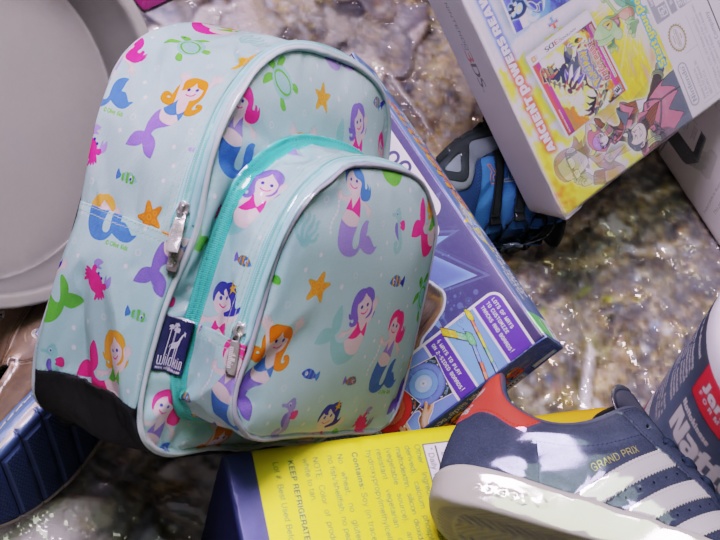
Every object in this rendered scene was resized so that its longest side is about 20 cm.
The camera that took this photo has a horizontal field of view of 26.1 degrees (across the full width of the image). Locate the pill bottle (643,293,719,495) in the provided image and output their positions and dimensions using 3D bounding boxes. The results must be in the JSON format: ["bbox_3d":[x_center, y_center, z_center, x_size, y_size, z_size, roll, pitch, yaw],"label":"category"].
[{"bbox_3d":[0.222,0.063,0.798,0.118,0.201,0.121,6,54,-8],"label":"pill bottle"}]

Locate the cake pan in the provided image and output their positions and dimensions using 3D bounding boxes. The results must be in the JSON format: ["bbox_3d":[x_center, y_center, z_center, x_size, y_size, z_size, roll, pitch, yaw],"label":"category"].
[{"bbox_3d":[-0.190,-0.081,0.778,0.199,0.037,0.203,3,86,-38],"label":"cake pan"}]

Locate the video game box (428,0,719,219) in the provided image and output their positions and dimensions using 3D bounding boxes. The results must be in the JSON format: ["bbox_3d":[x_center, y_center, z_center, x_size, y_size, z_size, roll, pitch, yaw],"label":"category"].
[{"bbox_3d":[0.131,-0.162,0.874,0.182,0.047,0.201,-36,111,-20],"label":"video game box"}]

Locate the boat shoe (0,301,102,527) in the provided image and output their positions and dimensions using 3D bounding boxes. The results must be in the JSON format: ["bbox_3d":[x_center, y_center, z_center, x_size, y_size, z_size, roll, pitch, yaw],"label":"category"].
[{"bbox_3d":[-0.158,0.048,0.809,0.072,0.073,0.200,25,51,19],"label":"boat shoe"}]

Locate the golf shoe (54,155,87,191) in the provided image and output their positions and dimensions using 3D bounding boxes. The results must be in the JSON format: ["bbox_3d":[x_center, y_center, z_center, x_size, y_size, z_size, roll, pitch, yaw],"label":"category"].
[{"bbox_3d":[-0.150,-0.088,0.895,0.088,0.078,0.200,38,56,20],"label":"golf shoe"}]

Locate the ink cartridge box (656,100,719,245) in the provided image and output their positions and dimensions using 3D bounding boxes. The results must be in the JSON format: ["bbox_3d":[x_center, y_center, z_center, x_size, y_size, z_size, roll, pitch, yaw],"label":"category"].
[{"bbox_3d":[0.262,-0.111,0.998,0.144,0.085,0.201,-16,63,-22],"label":"ink cartridge box"}]

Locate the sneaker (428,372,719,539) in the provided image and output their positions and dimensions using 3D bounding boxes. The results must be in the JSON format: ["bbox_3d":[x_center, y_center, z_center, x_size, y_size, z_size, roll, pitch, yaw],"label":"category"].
[{"bbox_3d":[0.134,0.101,0.693,0.198,0.075,0.085,20,59,1],"label":"sneaker"}]

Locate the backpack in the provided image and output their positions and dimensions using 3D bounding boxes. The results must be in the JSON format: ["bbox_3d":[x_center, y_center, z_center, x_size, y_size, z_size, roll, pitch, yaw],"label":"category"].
[{"bbox_3d":[-0.053,-0.014,0.741,0.149,0.177,0.203,9,91,32],"label":"backpack"}]

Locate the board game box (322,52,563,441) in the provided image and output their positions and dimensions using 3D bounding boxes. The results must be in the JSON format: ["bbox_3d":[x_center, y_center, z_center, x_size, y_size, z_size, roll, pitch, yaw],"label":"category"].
[{"bbox_3d":[0.000,0.000,0.844,0.135,0.034,0.201,-37,66,12],"label":"board game box"}]

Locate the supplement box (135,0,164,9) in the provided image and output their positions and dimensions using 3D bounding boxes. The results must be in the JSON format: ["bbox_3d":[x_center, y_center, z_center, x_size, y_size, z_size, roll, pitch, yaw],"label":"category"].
[{"bbox_3d":[-0.156,-0.284,1.010,0.103,0.102,0.200,-33,68,-29],"label":"supplement box"}]

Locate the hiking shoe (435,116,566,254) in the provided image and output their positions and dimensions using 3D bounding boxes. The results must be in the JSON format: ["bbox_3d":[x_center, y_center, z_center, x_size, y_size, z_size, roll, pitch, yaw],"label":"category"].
[{"bbox_3d":[0.081,-0.040,0.915,0.087,0.074,0.200,43,64,3],"label":"hiking shoe"}]

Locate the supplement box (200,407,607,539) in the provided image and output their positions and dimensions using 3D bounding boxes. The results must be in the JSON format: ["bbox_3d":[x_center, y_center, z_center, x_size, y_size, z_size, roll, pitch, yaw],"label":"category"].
[{"bbox_3d":[0.032,0.149,0.751,0.198,0.110,0.110,-5,58,-15],"label":"supplement box"}]
